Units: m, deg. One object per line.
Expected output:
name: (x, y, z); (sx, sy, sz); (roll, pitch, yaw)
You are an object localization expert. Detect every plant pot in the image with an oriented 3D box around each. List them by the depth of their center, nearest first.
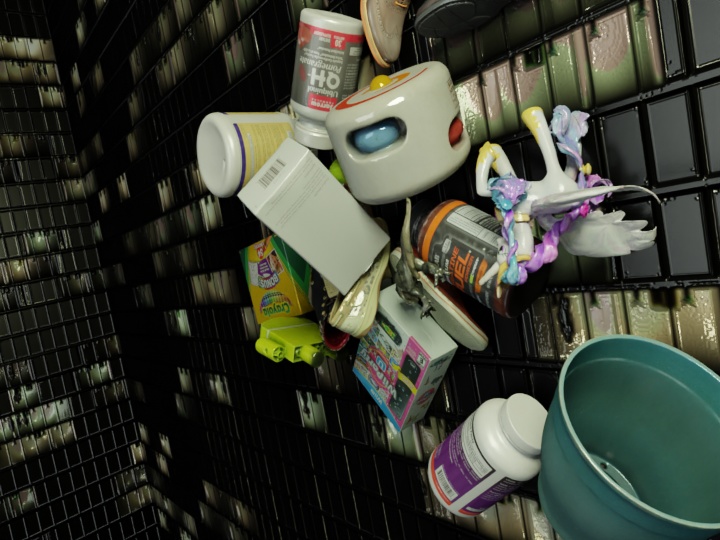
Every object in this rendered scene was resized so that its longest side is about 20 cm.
plant pot: (0.285, 0.211, 0.568); (0.200, 0.197, 0.191); (43, 145, 33)

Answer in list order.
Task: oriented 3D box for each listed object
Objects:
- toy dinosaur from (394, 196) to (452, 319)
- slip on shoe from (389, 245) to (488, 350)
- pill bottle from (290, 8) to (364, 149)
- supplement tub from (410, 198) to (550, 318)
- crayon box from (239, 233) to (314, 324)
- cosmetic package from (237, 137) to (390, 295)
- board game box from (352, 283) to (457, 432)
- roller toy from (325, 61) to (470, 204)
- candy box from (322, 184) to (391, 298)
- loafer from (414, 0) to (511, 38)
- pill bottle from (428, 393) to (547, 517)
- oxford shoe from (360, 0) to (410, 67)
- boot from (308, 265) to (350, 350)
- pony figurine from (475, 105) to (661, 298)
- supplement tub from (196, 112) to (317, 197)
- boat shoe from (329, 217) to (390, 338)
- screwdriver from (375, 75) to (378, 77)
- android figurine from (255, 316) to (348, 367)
toy dinosaur: (0.077, 0.005, 0.708); (0.089, 0.047, 0.203); (50, 157, 33)
slip on shoe: (0.127, 0.034, 0.792); (0.201, 0.061, 0.074); (50, 162, 13)
pill bottle: (-0.059, -0.315, 0.874); (0.110, 0.109, 0.205); (36, 126, 37)
supplement tub: (0.149, -0.028, 0.712); (0.198, 0.105, 0.110); (34, 125, 39)
crayon box: (-0.184, 0.017, 1.159); (0.198, 0.057, 0.178); (-16, 88, 51)
cosmetic package: (-0.060, -0.072, 0.738); (0.113, 0.200, 0.081); (-47, 39, -3)
board game box: (0.065, 0.148, 0.873); (0.148, 0.063, 0.203); (47, 143, 31)
roller toy: (0.050, -0.192, 0.705); (0.182, 0.197, 0.143); (32, 150, 62)
candy box: (-0.028, -0.068, 0.904); (0.055, 0.113, 0.206); (-22, 84, 49)
loafer: (0.152, -0.358, 0.655); (0.197, 0.071, 0.065); (-8, 76, 45)
pill bottle: (0.185, 0.262, 0.748); (0.113, 0.110, 0.202); (53, 135, 24)
oxford shoe: (0.047, -0.404, 0.755); (0.072, 0.070, 0.207); (11, 109, 42)
boot: (-0.053, 0.029, 0.955); (0.152, 0.071, 0.205); (-113, 29, -51)
pony figurine: (0.215, -0.080, 0.580); (0.188, 0.166, 0.206); (-12, 64, 27)
supplement tub: (-0.193, -0.222, 0.991); (0.143, 0.196, 0.150); (17, 113, 45)
boat shoe: (0.000, 0.000, 0.819); (0.073, 0.061, 0.205); (-36, 38, 54)
screwdriver: (-0.002, -0.214, 0.849); (0.205, 0.027, 0.029); (-69, 21, 6)
android figurine: (-0.119, 0.136, 1.023); (0.197, 0.179, 0.042); (18, 106, 43)
